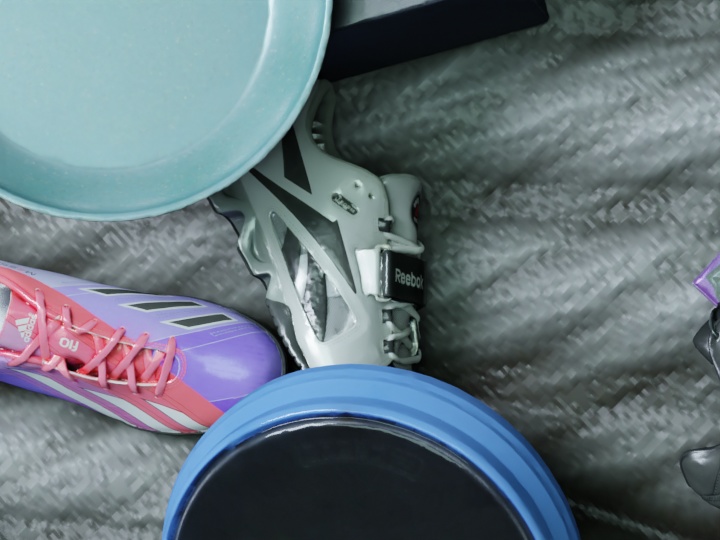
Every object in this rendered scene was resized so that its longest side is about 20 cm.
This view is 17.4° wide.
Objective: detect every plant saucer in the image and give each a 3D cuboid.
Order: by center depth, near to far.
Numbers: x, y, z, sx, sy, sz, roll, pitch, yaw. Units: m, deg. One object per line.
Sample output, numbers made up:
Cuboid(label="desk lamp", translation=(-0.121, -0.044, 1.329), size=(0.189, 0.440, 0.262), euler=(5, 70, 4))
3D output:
Cuboid(label="plant saucer", translation=(-0.112, -0.119, 1.024), size=(0.198, 0.036, 0.202), euler=(1, 85, -7))

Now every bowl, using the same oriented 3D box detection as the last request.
Cuboid(label="bowl", translation=(0.002, 0.142, 1.060), size=(0.199, 0.039, 0.202), euler=(5, 109, 14))

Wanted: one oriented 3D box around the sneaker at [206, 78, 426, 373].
Cuboid(label="sneaker", translation=(0.000, 0.000, 1.095), size=(0.088, 0.074, 0.201), euler=(-32, 79, 10))

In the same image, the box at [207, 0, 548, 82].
Cuboid(label="box", translation=(-0.032, -0.186, 1.105), size=(0.198, 0.104, 0.184), euler=(-14, 81, 12))

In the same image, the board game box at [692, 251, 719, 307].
Cuboid(label="board game box", translation=(0.262, 0.030, 1.058), size=(0.200, 0.032, 0.120), euler=(43, 99, 13))

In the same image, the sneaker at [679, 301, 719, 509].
Cuboid(label="sneaker", translation=(0.196, 0.019, 1.026), size=(0.090, 0.076, 0.202), euler=(18, 88, 21))

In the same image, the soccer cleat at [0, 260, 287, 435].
Cuboid(label="soccer cleat", translation=(-0.134, 0.034, 1.123), size=(0.198, 0.073, 0.069), euler=(14, 88, 14))
